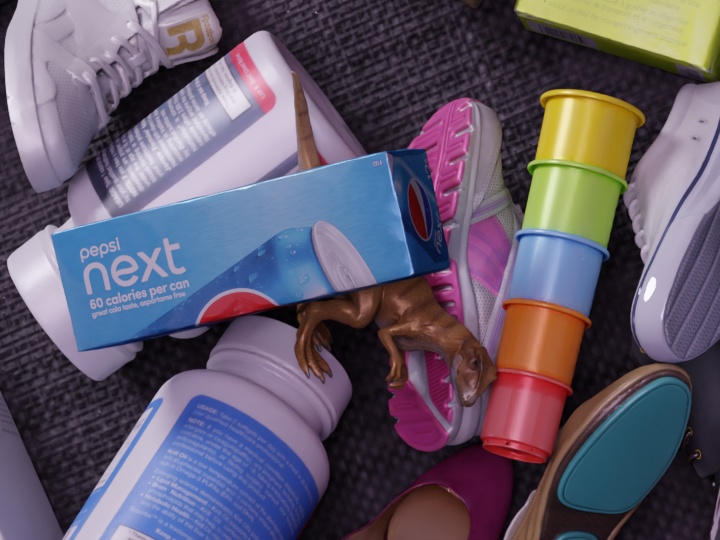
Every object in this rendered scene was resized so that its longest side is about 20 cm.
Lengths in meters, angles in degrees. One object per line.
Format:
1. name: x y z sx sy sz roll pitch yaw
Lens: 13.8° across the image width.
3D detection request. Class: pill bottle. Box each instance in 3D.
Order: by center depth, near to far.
1. pill bottle: -0.085 0.126 1.657 0.112 0.112 0.200 25 62 14
2. pill bottle: -0.098 -0.032 1.705 0.200 0.120 0.120 -37 77 5

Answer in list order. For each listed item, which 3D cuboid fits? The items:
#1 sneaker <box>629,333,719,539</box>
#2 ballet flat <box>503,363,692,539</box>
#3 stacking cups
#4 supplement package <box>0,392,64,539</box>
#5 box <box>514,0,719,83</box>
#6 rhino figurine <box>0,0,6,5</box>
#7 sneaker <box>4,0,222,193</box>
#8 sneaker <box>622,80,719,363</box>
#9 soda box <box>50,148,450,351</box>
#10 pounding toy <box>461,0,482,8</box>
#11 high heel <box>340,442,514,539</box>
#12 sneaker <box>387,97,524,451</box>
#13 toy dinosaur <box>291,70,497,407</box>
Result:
1. sneaker: 0.193 0.093 1.654 0.106 0.075 0.201 10 75 18
2. ballet flat: 0.115 0.124 1.640 0.201 0.068 0.063 -63 33 18
3. stacking cups: 0.109 0.004 1.626 0.060 0.061 0.201 8 76 13
4. supplement package: -0.253 0.143 1.713 0.119 0.121 0.201 -27 77 8
5. box: 0.176 -0.220 1.708 0.121 0.048 0.201 18 86 13
6. rhino figurine: -0.279 -0.132 1.776 0.200 0.087 0.060 -44 98 3
7. sneaker: -0.138 -0.127 1.710 0.115 0.074 0.200 -8 41 8
8. sneaker: 0.180 -0.027 1.644 0.071 0.073 0.200 -2 43 34
9. soda box: -0.058 -0.011 1.589 0.199 0.064 0.068 -13 89 21
10. pounding toy: -0.009 -0.240 1.672 0.184 0.200 0.142 35 91 15
11. high heel: 0.023 0.150 1.632 0.067 0.096 0.200 25 58 21
12. sneaker: 0.067 0.004 1.685 0.088 0.081 0.201 6 82 -32
13. toy dinosaur: 0.000 0.000 1.635 0.106 0.060 0.200 -43 79 21
